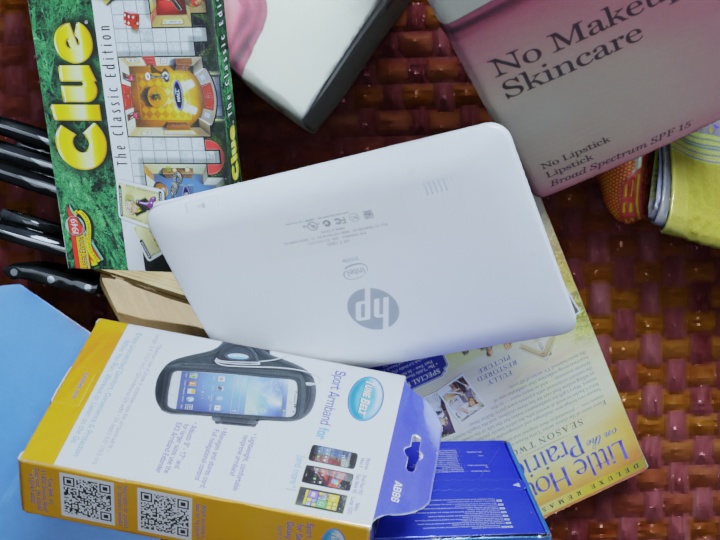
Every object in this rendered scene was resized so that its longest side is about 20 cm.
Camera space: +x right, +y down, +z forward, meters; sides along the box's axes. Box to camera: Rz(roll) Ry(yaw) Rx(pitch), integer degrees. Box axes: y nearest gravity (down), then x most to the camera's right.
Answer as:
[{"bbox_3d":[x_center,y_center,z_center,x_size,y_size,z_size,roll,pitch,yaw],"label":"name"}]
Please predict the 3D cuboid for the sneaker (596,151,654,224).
[{"bbox_3d":[0.131,-0.124,0.773,0.076,0.073,0.203,-14,84,17],"label":"sneaker"}]

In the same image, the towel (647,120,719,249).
[{"bbox_3d":[0.256,-0.065,0.746,0.198,0.023,0.145,14,63,-7],"label":"towel"}]

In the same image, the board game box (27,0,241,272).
[{"bbox_3d":[-0.117,-0.095,0.685,0.103,0.023,0.202,2,112,17],"label":"board game box"}]

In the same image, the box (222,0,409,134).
[{"bbox_3d":[-0.078,-0.180,0.736,0.199,0.128,0.109,36,93,0],"label":"box"}]

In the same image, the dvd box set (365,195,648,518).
[{"bbox_3d":[0.066,0.058,0.755,0.145,0.029,0.202,-25,110,2],"label":"dvd box set"}]

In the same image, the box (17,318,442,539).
[{"bbox_3d":[-0.060,0.089,0.672,0.197,0.119,0.042,12,125,5],"label":"box"}]

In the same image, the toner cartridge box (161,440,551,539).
[{"bbox_3d":[-0.007,0.134,0.701,0.197,0.095,0.044,0,115,-8],"label":"toner cartridge box"}]

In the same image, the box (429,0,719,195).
[{"bbox_3d":[0.099,-0.146,0.623,0.127,0.200,0.110,-24,57,12],"label":"box"}]

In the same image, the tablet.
[{"bbox_3d":[0.000,0.000,0.675,0.198,0.014,0.131,-11,124,22],"label":"tablet"}]

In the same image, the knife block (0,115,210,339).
[{"bbox_3d":[-0.118,-0.040,0.772,0.198,0.064,0.177,-27,92,2],"label":"knife block"}]

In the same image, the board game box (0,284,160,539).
[{"bbox_3d":[-0.187,0.107,0.761,0.199,0.039,0.159,33,90,0],"label":"board game box"}]
